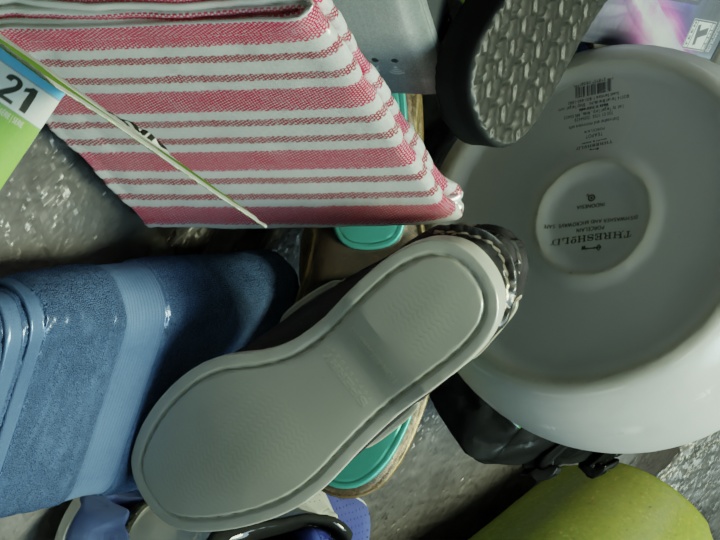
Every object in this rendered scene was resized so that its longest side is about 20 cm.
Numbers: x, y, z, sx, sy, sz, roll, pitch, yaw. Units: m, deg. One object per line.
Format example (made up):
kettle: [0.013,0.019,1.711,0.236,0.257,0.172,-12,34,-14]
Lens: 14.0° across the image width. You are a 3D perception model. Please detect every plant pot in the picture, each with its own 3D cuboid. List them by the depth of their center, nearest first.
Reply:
plant pot: [0.107,0.206,1.608,0.184,0.200,0.201,-44,149,-41]

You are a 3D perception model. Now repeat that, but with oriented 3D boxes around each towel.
towel: [-0.053,-0.066,1.156,0.200,0.146,0.030,51,44,-59]
towel: [-0.112,0.044,1.259,0.200,0.049,0.112,-7,124,-52]

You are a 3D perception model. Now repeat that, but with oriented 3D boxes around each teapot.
teapot: [0.128,0.003,1.338,0.197,0.200,0.146,-49,147,0]

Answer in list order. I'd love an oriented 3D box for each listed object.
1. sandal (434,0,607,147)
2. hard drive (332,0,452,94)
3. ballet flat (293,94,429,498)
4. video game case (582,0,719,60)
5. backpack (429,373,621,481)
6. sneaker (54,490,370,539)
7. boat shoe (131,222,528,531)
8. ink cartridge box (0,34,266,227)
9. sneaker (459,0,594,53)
sandal: [0.076,-0.135,1.178,0.201,0.048,0.075,-54,138,-30]
hard drive: [-0.049,-0.139,1.091,0.200,0.139,0.033,69,30,-55]
ballet flat: [0.000,0.000,1.306,0.072,0.068,0.200,62,26,-88]
video game case: [0.138,-0.166,1.310,0.200,0.019,0.143,0,119,-58]
backpack: [0.135,-0.005,1.483,0.200,0.154,0.163,-40,157,29]
sneaker: [-0.040,0.143,1.371,0.199,0.115,0.081,4,96,-57]
boat shoe: [-0.012,0.043,1.236,0.200,0.074,0.060,-39,176,27]
ink cartridge box: [-0.150,-0.056,0.958,0.076,0.200,0.148,-55,149,-1]
sneaker: [0.070,-0.165,1.311,0.083,0.071,0.200,-66,153,-21]
